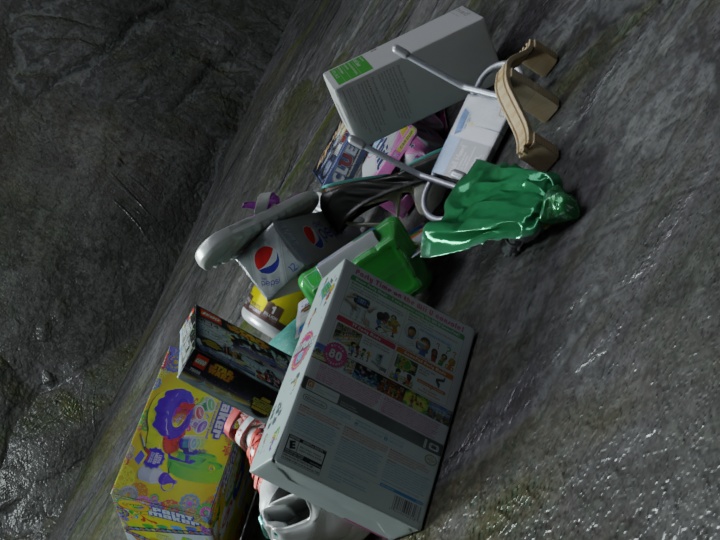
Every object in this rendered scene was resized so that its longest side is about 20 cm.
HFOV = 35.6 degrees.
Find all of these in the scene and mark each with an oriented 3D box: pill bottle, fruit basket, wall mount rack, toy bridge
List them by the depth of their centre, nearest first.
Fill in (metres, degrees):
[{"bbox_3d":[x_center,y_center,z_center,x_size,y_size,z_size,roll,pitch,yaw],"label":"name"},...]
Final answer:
[{"bbox_3d":[0.168,-0.177,1.134,0.027,0.067,0.202,-48,20,37],"label":"toy bridge"},{"bbox_3d":[0.089,-0.164,1.240,0.172,0.074,0.202,22,82,39],"label":"wall mount rack"},{"bbox_3d":[0.000,0.000,1.254,0.184,0.095,0.200,-32,14,4],"label":"fruit basket"},{"bbox_3d":[-0.073,0.000,1.535,0.202,0.108,0.109,-62,15,-1],"label":"pill bottle"}]

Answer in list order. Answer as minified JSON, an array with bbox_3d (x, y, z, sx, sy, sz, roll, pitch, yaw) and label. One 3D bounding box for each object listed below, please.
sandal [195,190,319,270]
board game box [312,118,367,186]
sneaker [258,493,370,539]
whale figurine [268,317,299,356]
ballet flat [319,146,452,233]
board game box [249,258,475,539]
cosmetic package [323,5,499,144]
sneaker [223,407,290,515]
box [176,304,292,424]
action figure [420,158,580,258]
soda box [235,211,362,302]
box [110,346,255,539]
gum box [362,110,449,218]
[{"bbox_3d":[-0.116,-0.061,1.273,0.082,0.050,0.202,-45,-9,37],"label":"sandal"},{"bbox_3d":[0.001,-0.207,1.543,0.202,0.034,0.136,-61,13,7],"label":"board game box"},{"bbox_3d":[-0.063,0.254,1.071,0.201,0.087,0.076,-57,29,37],"label":"sneaker"},{"bbox_3d":[-0.064,0.091,1.351,0.159,0.103,0.202,-50,21,37],"label":"whale figurine"},{"bbox_3d":[0.049,-0.091,1.314,0.197,0.070,0.068,-17,-6,15],"label":"ballet flat"},{"bbox_3d":[0.006,0.114,1.002,0.064,0.146,0.202,-40,26,58],"label":"board game box"},{"bbox_3d":[0.064,-0.237,1.367,0.198,0.086,0.108,-27,22,-1],"label":"cosmetic package"},{"bbox_3d":[-0.103,0.194,1.183,0.202,0.106,0.068,-55,-10,-68],"label":"sneaker"},{"bbox_3d":[-0.097,0.117,1.177,0.040,0.198,0.137,-58,16,9],"label":"box"},{"bbox_3d":[0.138,-0.056,1.044,0.120,0.054,0.199,-63,22,-11],"label":"action figure"},{"bbox_3d":[-0.063,-0.022,1.315,0.068,0.064,0.199,-42,-8,22],"label":"soda box"},{"bbox_3d":[-0.198,0.237,1.362,0.194,0.120,0.202,92,-168,-53],"label":"box"},{"bbox_3d":[0.057,-0.165,1.473,0.114,0.065,0.201,-55,16,25],"label":"gum box"}]
